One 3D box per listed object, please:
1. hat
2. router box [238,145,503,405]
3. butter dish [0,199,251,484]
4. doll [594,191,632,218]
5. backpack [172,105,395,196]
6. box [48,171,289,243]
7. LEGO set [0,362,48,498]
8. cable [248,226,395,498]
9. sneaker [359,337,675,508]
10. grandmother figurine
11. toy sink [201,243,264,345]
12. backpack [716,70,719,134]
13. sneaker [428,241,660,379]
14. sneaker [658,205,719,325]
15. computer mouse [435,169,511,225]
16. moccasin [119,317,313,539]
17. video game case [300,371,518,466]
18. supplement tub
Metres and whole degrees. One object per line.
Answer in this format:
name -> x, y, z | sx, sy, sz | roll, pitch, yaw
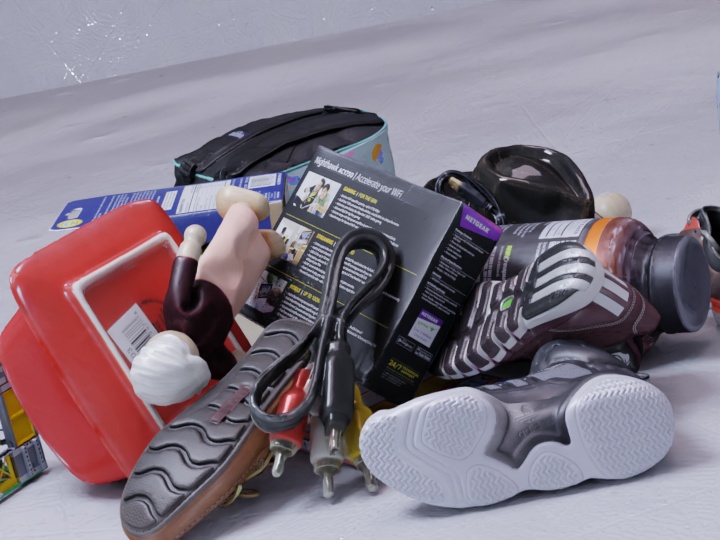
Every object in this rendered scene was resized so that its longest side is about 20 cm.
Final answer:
hat -> 0.148, -0.054, 1.525 | 0.199, 0.081, 0.201 | 13, 33, -8
router box -> 0.000, 0.000, 1.376 | 0.051, 0.150, 0.200 | 30, -2, -37
butter dish -> -0.190, 0.076, 1.370 | 0.147, 0.201, 0.199 | -31, 3, 33
doll -> 0.161, -0.045, 1.700 | 0.199, 0.049, 0.136 | -1, 7, 38
backpack -> -0.060, -0.081, 1.821 | 0.199, 0.154, 0.175 | -31, 24, -25
box -> -0.162, -0.047, 1.585 | 0.199, 0.033, 0.121 | -6, 15, 1
LEGO set -> -0.342, 0.121, 1.391 | 0.199, 0.117, 0.153 | -1, 19, 41
cable -> -0.027, 0.057, 1.261 | 0.097, 0.050, 0.201 | 11, 53, -9
sneaker -> 0.100, 0.097, 1.193 | 0.199, 0.076, 0.114 | -6, 15, 4
grandmother figurine -> -0.112, 0.028, 1.328 | 0.060, 0.122, 0.200 | -14, 28, 30
toy sink -> -0.145, 0.024, 1.588 | 0.199, 0.113, 0.130 | -10, 14, 12
backpack -> 0.365, -0.093, 1.456 | 0.153, 0.201, 0.191 | -18, 21, 2
sneaker -> 0.135, 0.053, 1.298 | 0.200, 0.115, 0.076 | -27, 39, 57
sneaker -> 0.279, -0.017, 1.430 | 0.077, 0.082, 0.200 | -16, 15, -12
computer mouse -> 0.147, -0.024, 1.454 | 0.199, 0.059, 0.034 | 27, -6, 5
moccasin -> -0.090, 0.120, 1.264 | 0.073, 0.078, 0.202 | 12, 45, 30
video game case -> 0.031, 0.103, 1.330 | 0.142, 0.018, 0.200 | -22, 17, -32
supplement tub -> 0.157, 0.015, 1.375 | 0.199, 0.108, 0.107 | -3, 18, 32
